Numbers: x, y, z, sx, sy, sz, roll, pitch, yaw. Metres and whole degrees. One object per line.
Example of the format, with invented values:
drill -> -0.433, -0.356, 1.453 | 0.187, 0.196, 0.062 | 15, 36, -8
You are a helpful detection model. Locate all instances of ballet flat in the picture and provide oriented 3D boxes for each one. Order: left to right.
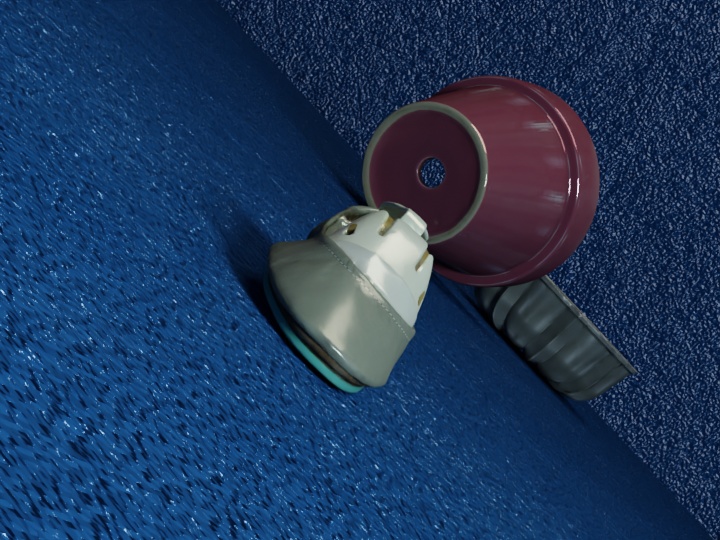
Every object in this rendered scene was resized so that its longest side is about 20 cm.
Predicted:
ballet flat -> 0.000, 0.000, 0.920 | 0.067, 0.064, 0.200 | 46, 4, -4

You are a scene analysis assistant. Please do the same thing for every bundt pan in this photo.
bundt pan -> 0.194, 0.059, 2.345 | 0.202, 0.076, 0.202 | 46, 3, -3

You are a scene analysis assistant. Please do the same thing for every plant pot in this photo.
plant pot -> 0.096, -0.085, 2.074 | 0.200, 0.200, 0.179 | 47, 19, 21
